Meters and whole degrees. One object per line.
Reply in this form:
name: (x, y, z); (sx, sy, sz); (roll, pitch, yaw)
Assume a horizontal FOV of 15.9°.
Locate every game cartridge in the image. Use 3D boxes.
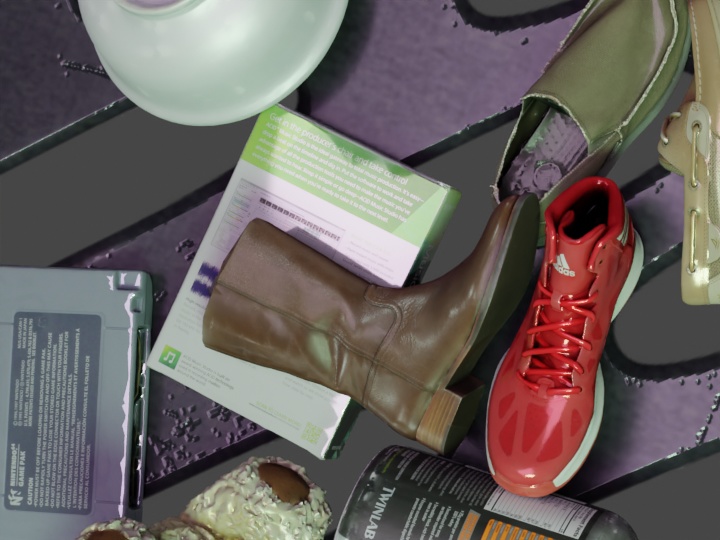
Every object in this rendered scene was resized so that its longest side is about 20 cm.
game cartridge: (-0.211, 0.097, 1.769); (0.133, 0.041, 0.200); (3, 88, 15)

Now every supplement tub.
supplement tub: (0.090, 0.193, 1.620); (0.200, 0.123, 0.123); (17, 93, 18)

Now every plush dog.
plush dog: (-0.096, 0.241, 1.671); (0.172, 0.200, 0.161); (57, 142, 18)

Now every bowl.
bowl: (-0.113, -0.202, 1.706); (0.201, 0.090, 0.202); (-5, 77, 23)

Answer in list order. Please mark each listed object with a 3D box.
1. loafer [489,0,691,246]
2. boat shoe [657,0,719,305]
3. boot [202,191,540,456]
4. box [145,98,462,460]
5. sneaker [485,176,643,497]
loafer: (0.146, -0.106, 1.643); (0.075, 0.070, 0.200); (29, 96, 17)
boat shoe: (0.217, -0.078, 1.619); (0.064, 0.071, 0.200); (-7, 87, 17)
boot: (0.000, 0.000, 1.649); (0.200, 0.064, 0.187); (26, 104, 20)
box: (-0.038, 0.006, 1.717); (0.144, 0.036, 0.200); (27, 97, 17)
sneaker: (0.117, 0.031, 1.591); (0.078, 0.116, 0.200); (9, 66, 17)
